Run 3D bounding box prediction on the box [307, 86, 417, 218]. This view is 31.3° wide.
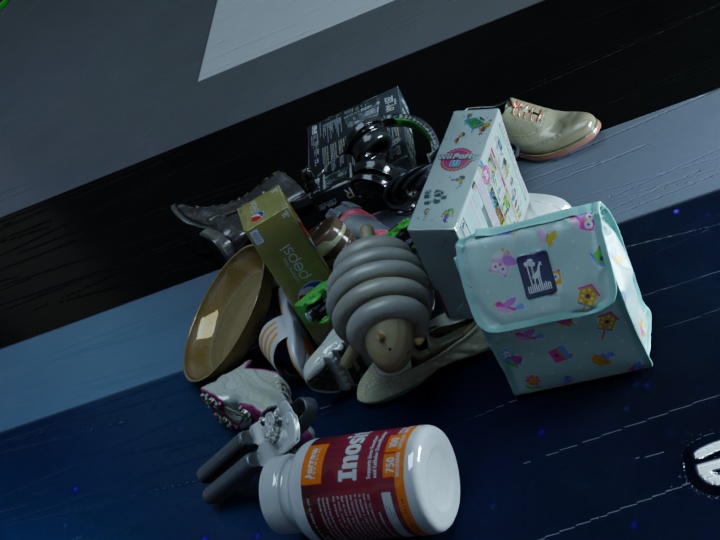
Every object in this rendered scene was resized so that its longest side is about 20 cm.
[{"bbox_3d":[0.000,-0.180,1.926,0.159,0.044,0.201,-23,36,13],"label":"box"}]

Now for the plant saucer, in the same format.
[{"bbox_3d":[-0.170,0.063,1.712,0.200,0.035,0.201,-45,29,33],"label":"plant saucer"}]

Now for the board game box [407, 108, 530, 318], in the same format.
[{"bbox_3d":[0.131,-0.067,1.496,0.064,0.148,0.201,-1,46,27],"label":"board game box"}]

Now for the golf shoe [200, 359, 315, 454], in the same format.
[{"bbox_3d":[-0.113,0.161,1.573,0.091,0.076,0.199,-41,38,-25],"label":"golf shoe"}]

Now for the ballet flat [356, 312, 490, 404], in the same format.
[{"bbox_3d":[0.075,0.090,1.524,0.199,0.063,0.068,-27,35,7],"label":"ballet flat"}]

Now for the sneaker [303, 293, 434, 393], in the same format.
[{"bbox_3d":[0.000,0.074,1.585,0.200,0.076,0.081,-39,44,-23],"label":"sneaker"}]

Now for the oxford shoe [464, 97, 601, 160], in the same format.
[{"bbox_3d":[0.227,-0.197,1.748,0.198,0.075,0.071,-4,41,33],"label":"oxford shoe"}]

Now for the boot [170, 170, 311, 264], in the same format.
[{"bbox_3d":[-0.180,-0.093,1.952,0.174,0.070,0.200,-38,39,-18],"label":"boot"}]

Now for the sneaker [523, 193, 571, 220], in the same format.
[{"bbox_3d":[0.158,-0.045,1.617,0.199,0.074,0.116,4,45,39],"label":"sneaker"}]

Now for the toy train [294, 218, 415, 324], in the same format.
[{"bbox_3d":[0.000,0.000,1.601,0.200,0.042,0.056,-39,17,-24],"label":"toy train"}]

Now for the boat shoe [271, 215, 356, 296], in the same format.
[{"bbox_3d":[-0.074,0.002,1.738,0.202,0.075,0.075,-29,27,47],"label":"boat shoe"}]

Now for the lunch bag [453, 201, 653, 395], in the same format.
[{"bbox_3d":[0.209,0.024,1.383,0.169,0.201,0.123,-13,38,22],"label":"lunch bag"}]

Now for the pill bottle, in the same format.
[{"bbox_3d":[-0.004,0.230,1.367,0.198,0.113,0.114,-11,39,27],"label":"pill bottle"}]

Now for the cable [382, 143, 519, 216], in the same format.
[{"bbox_3d":[0.122,-0.124,1.708,0.199,0.051,0.163,-19,-15,-44],"label":"cable"}]

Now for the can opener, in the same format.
[{"bbox_3d":[-0.119,0.211,1.478,0.200,0.066,0.053,-40,58,37],"label":"can opener"}]

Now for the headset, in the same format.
[{"bbox_3d":[0.015,-0.147,1.808,0.198,0.094,0.125,-9,66,1],"label":"headset"}]

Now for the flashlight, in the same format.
[{"bbox_3d":[0.027,-0.035,1.710,0.068,0.068,0.200,-51,38,-7],"label":"flashlight"}]

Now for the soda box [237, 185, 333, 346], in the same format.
[{"bbox_3d":[-0.078,-0.004,1.632,0.064,0.201,0.068,-29,31,2],"label":"soda box"}]

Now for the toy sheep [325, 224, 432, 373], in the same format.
[{"bbox_3d":[0.019,0.029,1.472,0.137,0.138,0.201,-24,54,10],"label":"toy sheep"}]

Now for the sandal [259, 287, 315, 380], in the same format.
[{"bbox_3d":[-0.097,0.092,1.644,0.059,0.080,0.207,-27,26,3],"label":"sandal"}]
